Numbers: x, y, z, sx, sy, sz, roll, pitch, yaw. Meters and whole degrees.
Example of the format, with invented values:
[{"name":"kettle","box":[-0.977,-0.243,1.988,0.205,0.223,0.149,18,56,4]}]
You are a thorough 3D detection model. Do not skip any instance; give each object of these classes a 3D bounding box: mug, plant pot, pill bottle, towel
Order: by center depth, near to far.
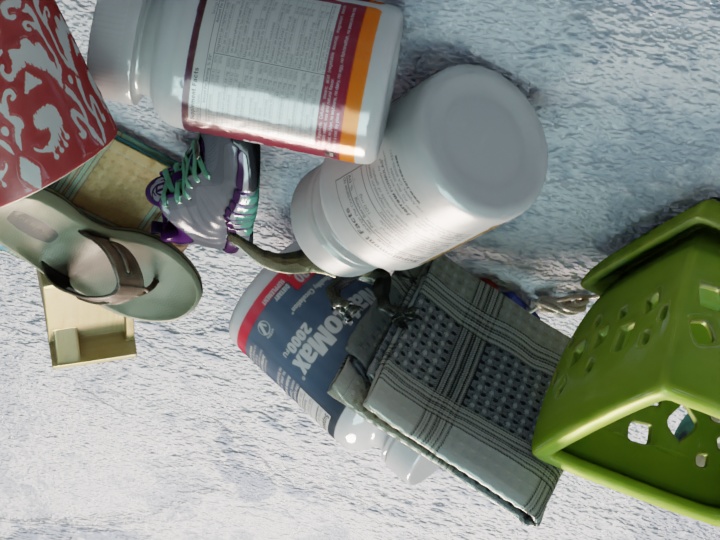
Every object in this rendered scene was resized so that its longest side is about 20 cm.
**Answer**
[{"name":"mug","box":[-0.241,-0.160,1.361,0.133,0.178,0.201,-20,107,30]},{"name":"pill bottle","box":[-0.077,-0.142,1.411,0.198,0.110,0.110,11,155,3]},{"name":"pill bottle","box":[0.035,-0.063,1.518,0.114,0.115,0.200,24,153,-24]},{"name":"plant pot","box":[0.270,0.067,1.602,0.198,0.183,0.200,22,154,-18]},{"name":"towel","box":[0.089,0.080,1.659,0.199,0.193,0.035,32,138,-2]},{"name":"towel","box":[-0.225,-0.056,1.688,0.199,0.022,0.147,27,119,-30]},{"name":"pill bottle","box":[-0.001,0.076,1.723,0.200,0.120,0.120,42,161,17]}]

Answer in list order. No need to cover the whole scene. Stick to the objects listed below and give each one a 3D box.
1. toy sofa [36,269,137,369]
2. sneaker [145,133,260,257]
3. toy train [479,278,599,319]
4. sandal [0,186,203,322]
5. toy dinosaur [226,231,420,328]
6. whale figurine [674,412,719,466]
[{"name":"toy sofa","box":[-0.243,0.003,1.851,0.082,0.098,0.200,-9,156,-9]},{"name":"sneaker","box":[-0.122,-0.066,1.612,0.087,0.075,0.200,1,152,-5]},{"name":"toy train","box":[0.114,0.074,1.767,0.199,0.116,0.085,-6,150,36]},{"name":"sandal","box":[-0.218,-0.003,1.681,0.200,0.058,0.080,26,119,-30]},{"name":"toy dinosaur","box":[0.000,0.000,1.628,0.199,0.089,0.048,-7,148,-22]},{"name":"whale figurine","box":[0.359,0.141,1.844,0.158,0.104,0.200,26,127,-25]}]
